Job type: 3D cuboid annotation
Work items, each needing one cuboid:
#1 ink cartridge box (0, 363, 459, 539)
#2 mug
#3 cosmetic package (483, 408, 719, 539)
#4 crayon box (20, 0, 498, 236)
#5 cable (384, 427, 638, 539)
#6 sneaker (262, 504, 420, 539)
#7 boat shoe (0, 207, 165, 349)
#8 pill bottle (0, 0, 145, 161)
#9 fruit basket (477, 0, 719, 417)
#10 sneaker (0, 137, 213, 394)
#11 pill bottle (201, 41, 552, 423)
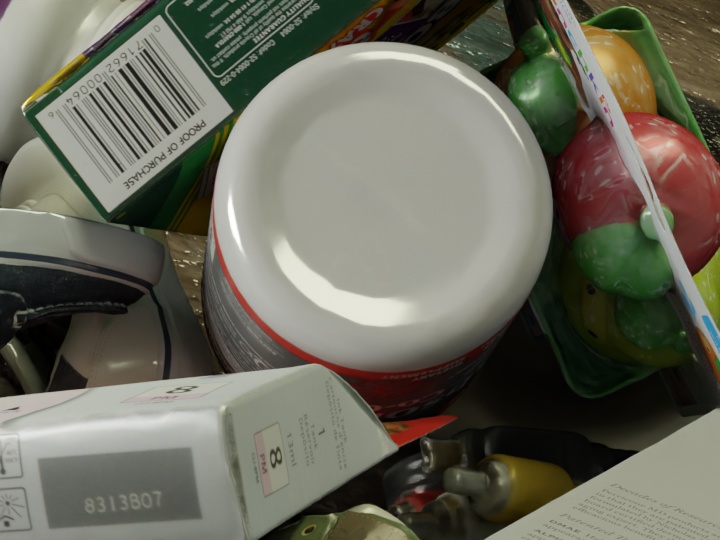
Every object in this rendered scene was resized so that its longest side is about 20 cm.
[{"bbox_3d":[-0.075,0.053,0.862,0.162,0.057,0.200,-7,9,21],"label":"ink cartridge box"},{"bbox_3d":[0.086,-0.007,1.149,0.149,0.187,0.153,-16,11,6],"label":"mug"},{"bbox_3d":[0.091,0.123,0.787,0.081,0.113,0.200,21,18,23],"label":"cosmetic package"},{"bbox_3d":[-0.015,-0.096,0.996,0.058,0.200,0.173,52,6,7],"label":"crayon box"},{"bbox_3d":[0.091,0.093,1.010,0.200,0.097,0.050,8,67,-29],"label":"cable"},{"bbox_3d":[-0.019,0.107,0.769,0.067,0.090,0.200,40,2,4],"label":"sneaker"},{"bbox_3d":[-0.159,0.022,0.921,0.200,0.091,0.071,5,-3,-39],"label":"boat shoe"},{"bbox_3d":[-0.183,-0.118,1.219,0.200,0.112,0.112,25,20,8],"label":"pill bottle"},{"bbox_3d":[0.088,-0.026,0.964,0.200,0.094,0.185,-11,76,-85],"label":"fruit basket"},{"bbox_3d":[-0.118,-0.002,1.049,0.071,0.073,0.200,17,21,-31],"label":"sneaker"},{"bbox_3d":[0.000,0.000,0.968,0.116,0.116,0.200,22,-15,1],"label":"pill bottle"}]
